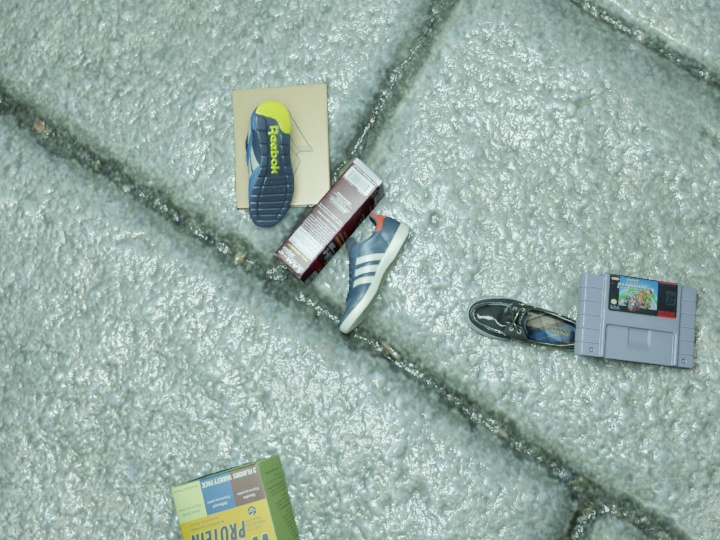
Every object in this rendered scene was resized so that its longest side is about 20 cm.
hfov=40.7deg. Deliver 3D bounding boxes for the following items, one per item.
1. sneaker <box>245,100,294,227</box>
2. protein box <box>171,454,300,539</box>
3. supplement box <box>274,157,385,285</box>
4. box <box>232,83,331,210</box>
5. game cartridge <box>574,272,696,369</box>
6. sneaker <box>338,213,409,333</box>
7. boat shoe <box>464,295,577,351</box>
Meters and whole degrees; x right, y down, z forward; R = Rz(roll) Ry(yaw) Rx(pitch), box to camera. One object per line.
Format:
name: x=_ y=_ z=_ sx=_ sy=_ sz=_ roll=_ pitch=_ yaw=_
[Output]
sneaker: x=-0.149 y=-0.172 z=1.571 sx=0.073 sy=0.082 sz=0.204 roll=1 pitch=101 yaw=-22
protein box: x=-0.174 y=0.398 z=1.451 sx=0.132 sy=0.199 sz=0.204 roll=-16 pitch=82 yaw=2
supplement box: x=-0.046 y=-0.075 z=1.549 sx=0.061 sy=0.109 sz=0.201 roll=41 pitch=88 yaw=8
box: x=-0.131 y=-0.205 z=1.615 sx=0.160 sy=0.021 sz=0.204 roll=-3 pitch=83 yaw=4
game cartridge: x=0.428 y=0.077 z=1.504 sx=0.196 sy=0.038 sz=0.132 roll=7 pitch=87 yaw=-14
sneaker: x=0.000 y=0.000 z=1.556 sx=0.084 sy=0.075 sz=0.202 roll=28 pitch=76 yaw=5
boat shoe: x=0.262 y=0.085 z=1.527 sx=0.196 sy=0.066 sz=0.071 roll=17 pitch=84 yaw=6
